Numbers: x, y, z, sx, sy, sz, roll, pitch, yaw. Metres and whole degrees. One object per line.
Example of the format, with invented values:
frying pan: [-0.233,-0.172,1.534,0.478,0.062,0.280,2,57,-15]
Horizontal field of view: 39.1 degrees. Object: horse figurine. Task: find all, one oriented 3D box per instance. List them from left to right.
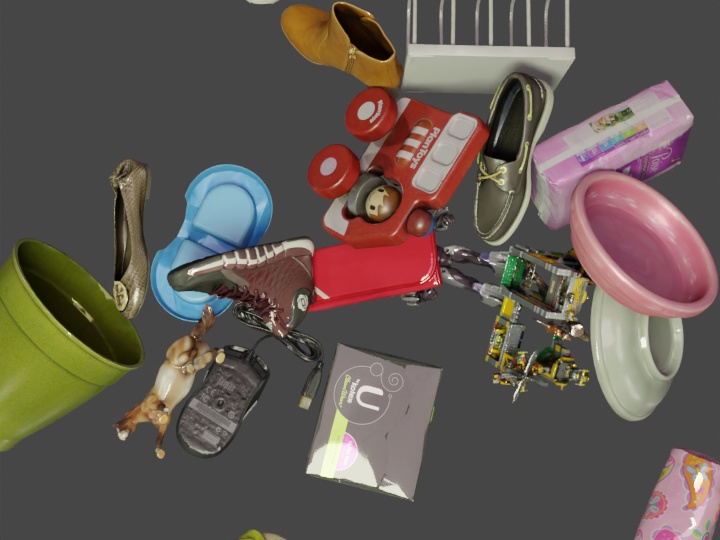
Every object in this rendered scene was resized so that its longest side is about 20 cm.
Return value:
horse figurine: [-0.221,0.132,1.210,0.050,0.132,0.201,30,88,-22]

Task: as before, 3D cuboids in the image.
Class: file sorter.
file sorter: [0.152,-0.300,1.262,0.197,0.139,0.126,0,81,-1]

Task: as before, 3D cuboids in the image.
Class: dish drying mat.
dish drying mat: [0.000,0.000,1.250,0.198,0.018,0.078,-12,78,18]

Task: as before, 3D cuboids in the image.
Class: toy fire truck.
toy fire truck: [0.044,-0.114,1.211,0.167,0.112,0.201,28,82,43]

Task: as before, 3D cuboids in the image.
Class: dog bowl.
dog bowl: [-0.183,-0.032,1.267,0.110,0.050,0.202,25,83,1]

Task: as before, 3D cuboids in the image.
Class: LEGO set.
LEGO set: [0.236,0.062,1.191,0.152,0.116,0.202,16,98,-30]

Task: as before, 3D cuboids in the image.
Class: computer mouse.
computer mouse: [-0.131,0.151,1.253,0.139,0.046,0.202,26,77,-1]

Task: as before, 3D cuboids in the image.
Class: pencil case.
pencil case: [0.382,0.317,1.225,0.087,0.087,0.202,22,84,1]

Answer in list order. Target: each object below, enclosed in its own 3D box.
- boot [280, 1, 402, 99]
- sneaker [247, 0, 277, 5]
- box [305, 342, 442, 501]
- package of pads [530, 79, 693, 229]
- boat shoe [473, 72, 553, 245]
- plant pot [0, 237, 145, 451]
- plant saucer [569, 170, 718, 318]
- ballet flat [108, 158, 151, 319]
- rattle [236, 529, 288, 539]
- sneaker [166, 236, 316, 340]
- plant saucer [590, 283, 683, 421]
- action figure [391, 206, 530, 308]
boot: [-0.027,-0.295,1.244,0.201,0.144,0.071,39,82,14]
sneaker: [-0.086,-0.434,1.275,0.199,0.130,0.079,-45,85,-5]
box: [0.014,0.171,1.172,0.123,0.200,0.150,14,84,0]
package of pads: [0.305,-0.139,1.253,0.198,0.121,0.076,-27,65,-4]
boat shoe: [0.167,-0.132,1.196,0.071,0.060,0.204,20,98,40]
plant pot: [-0.393,0.101,1.190,0.193,0.200,0.201,-42,86,7]
plant saucer: [0.316,-0.024,1.160,0.199,0.051,0.202,20,44,-20]
ballet flat: [-0.291,-0.041,1.254,0.046,0.067,0.203,9,77,-41]
rattle: [-0.090,0.411,1.211,0.199,0.130,0.144,31,95,-24]
sneaker: [-0.126,0.031,1.191,0.198,0.075,0.117,-14,92,-37]
plant saucer: [0.339,0.076,1.201,0.050,0.199,0.203,-5,81,40]
action figure: [0.109,-0.011,1.263,0.198,0.069,0.132,15,88,4]
